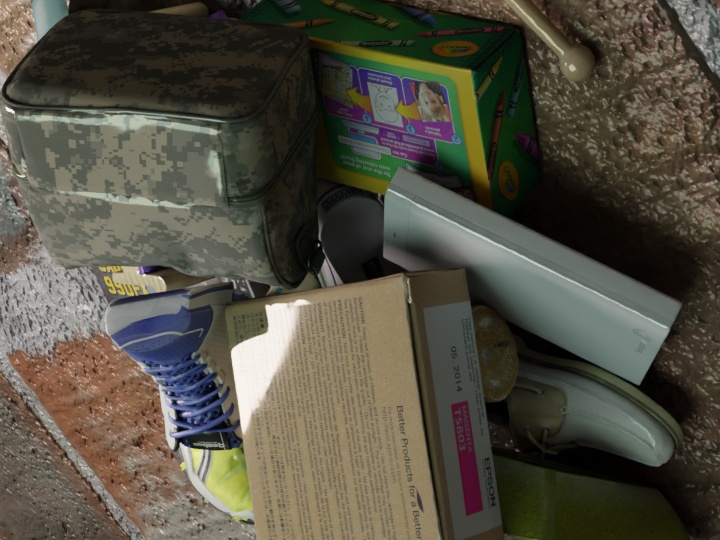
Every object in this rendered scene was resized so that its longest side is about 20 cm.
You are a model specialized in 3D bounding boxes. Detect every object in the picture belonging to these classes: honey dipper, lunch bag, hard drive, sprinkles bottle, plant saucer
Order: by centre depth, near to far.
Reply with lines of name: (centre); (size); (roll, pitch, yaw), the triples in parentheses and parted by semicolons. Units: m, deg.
honey dipper: (0.072, -0.192, 1.071); (0.200, 0.038, 0.038); (44, 144, -3)
hard drive: (0.108, 0.006, 1.162); (0.199, 0.026, 0.132); (27, 163, 9)
lunch bag: (-0.127, -0.070, 1.164); (0.198, 0.140, 0.169); (6, 126, 17)
sprinkles bottle: (0.016, 0.077, 1.247); (0.199, 0.068, 0.069); (-15, 113, 39)
plant saucer: (0.119, 0.160, 1.267); (0.199, 0.048, 0.199); (11, 177, 43)
plant saucer: (-0.224, -0.124, 1.332); (0.200, 0.027, 0.202); (171, 90, -81)

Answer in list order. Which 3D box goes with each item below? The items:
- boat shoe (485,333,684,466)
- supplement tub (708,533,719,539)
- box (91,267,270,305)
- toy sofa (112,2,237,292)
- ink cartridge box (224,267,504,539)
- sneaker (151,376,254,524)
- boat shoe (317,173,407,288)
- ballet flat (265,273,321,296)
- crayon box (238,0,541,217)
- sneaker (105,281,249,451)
boat shoe: (0.132, 0.100, 1.246); (0.199, 0.069, 0.075); (22, 154, 34)
supplement tub: (0.317, 0.255, 1.155); (0.199, 0.144, 0.145); (11, 132, 39)
box: (-0.150, -0.017, 1.442); (0.199, 0.048, 0.159); (5, 126, 43)
toy sofa: (-0.137, -0.089, 1.281); (0.097, 0.082, 0.202); (5, 107, 44)
ink cartridge box: (0.002, 0.107, 1.169); (0.164, 0.075, 0.202); (-8, 89, 38)
sneaker: (-0.110, 0.107, 1.383); (0.076, 0.075, 0.201); (-39, 78, 50)
boat shoe: (0.000, 0.000, 1.299); (0.066, 0.072, 0.201); (60, 177, 44)
ballet flat: (-0.033, 0.054, 1.376); (0.069, 0.070, 0.200); (28, 165, 23)
crayon box: (0.018, -0.114, 1.176); (0.199, 0.058, 0.120); (17, 135, 34)
sneaker: (-0.114, 0.072, 1.250); (0.080, 0.199, 0.116); (-9, 85, 8)
